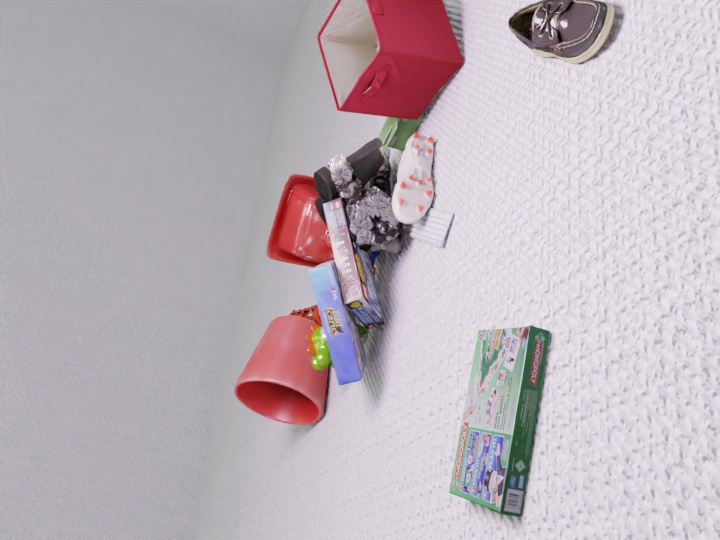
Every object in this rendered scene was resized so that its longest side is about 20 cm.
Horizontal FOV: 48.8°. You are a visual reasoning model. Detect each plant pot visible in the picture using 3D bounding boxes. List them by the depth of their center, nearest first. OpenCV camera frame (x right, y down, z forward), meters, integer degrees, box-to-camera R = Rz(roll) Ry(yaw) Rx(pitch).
[{"bbox_3d":[-0.155,0.209,1.720,0.201,0.198,0.179,128,162,-55],"label":"plant pot"}]

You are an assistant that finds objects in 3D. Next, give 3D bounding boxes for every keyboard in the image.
[{"bbox_3d":[0.112,-0.077,1.337,0.200,0.011,0.057,-148,73,-74],"label":"keyboard"}]

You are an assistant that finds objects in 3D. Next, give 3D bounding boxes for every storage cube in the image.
[{"bbox_3d":[0.050,-0.398,1.421,0.171,0.178,0.202,-46,51,49],"label":"storage cube"}]

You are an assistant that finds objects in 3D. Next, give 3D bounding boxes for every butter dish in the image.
[{"bbox_3d":[-0.080,-0.088,1.737,0.148,0.198,0.202,35,111,57],"label":"butter dish"}]

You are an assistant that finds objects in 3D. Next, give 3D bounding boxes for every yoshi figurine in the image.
[{"bbox_3d":[-0.036,0.117,1.565,0.113,0.111,0.202,77,-155,-52],"label":"yoshi figurine"}]

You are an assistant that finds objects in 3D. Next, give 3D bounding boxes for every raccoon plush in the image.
[{"bbox_3d":[0.020,-0.119,1.432,0.134,0.096,0.202,-47,-62,-85],"label":"raccoon plush"}]

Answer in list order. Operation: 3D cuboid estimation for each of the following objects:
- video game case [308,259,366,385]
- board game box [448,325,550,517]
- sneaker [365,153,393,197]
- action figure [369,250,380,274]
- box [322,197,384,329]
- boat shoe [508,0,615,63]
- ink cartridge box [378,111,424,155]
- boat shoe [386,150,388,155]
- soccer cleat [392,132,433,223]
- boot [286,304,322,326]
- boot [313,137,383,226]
[{"bbox_3d":[-0.038,0.085,1.397,0.181,0.045,0.203,-49,-56,-86],"label":"video game case"},{"bbox_3d":[0.158,0.167,0.915,0.134,0.029,0.203,160,123,-73],"label":"board game box"},{"bbox_3d":[0.031,-0.164,1.558,0.201,0.073,0.080,-94,10,-50],"label":"sneaker"},{"bbox_3d":[0.000,0.000,1.533,0.052,0.065,0.202,61,-134,-79],"label":"action figure"},{"bbox_3d":[-0.012,-0.011,1.423,0.137,0.039,0.202,54,-159,-61],"label":"box"},{"bbox_3d":[0.240,-0.298,0.980,0.200,0.064,0.074,-145,72,-73],"label":"boat shoe"},{"bbox_3d":[0.080,-0.310,1.570,0.104,0.059,0.202,123,156,-50],"label":"ink cartridge box"},{"bbox_3d":[-0.014,-0.183,1.691,0.200,0.076,0.060,-45,3,-12],"label":"boat shoe"},{"bbox_3d":[0.092,-0.151,1.385,0.078,0.068,0.202,118,167,-54],"label":"soccer cleat"},{"bbox_3d":[-0.109,0.111,1.775,0.200,0.106,0.076,126,156,-50],"label":"boot"},{"bbox_3d":[-0.013,-0.153,1.508,0.138,0.078,0.200,-35,-17,-16],"label":"boot"}]
